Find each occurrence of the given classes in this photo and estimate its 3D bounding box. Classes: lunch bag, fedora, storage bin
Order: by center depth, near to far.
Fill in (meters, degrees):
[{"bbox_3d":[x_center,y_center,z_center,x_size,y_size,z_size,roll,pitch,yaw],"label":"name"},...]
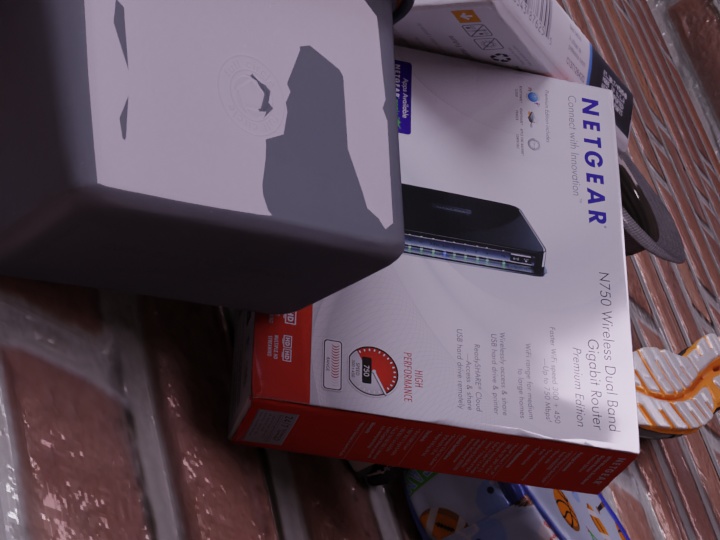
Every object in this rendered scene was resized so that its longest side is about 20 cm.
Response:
[{"bbox_3d":[-0.077,-0.061,0.651,0.199,0.145,0.136,11,64,-41],"label":"storage bin"},{"bbox_3d":[0.095,0.136,0.921,0.201,0.075,0.161,58,17,-16],"label":"lunch bag"},{"bbox_3d":[0.182,-0.065,1.404,0.200,0.090,0.178,46,22,-23],"label":"fedora"}]

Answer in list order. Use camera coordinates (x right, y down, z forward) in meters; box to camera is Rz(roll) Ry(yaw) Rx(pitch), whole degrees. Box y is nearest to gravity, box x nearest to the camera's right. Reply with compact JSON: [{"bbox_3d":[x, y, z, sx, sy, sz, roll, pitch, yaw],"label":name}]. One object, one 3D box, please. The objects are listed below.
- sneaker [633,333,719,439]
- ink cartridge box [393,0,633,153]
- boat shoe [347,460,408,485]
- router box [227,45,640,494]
[{"bbox_3d":[0.255,0.110,1.387,0.199,0.077,0.079,-6,63,-51],"label":"sneaker"},{"bbox_3d":[0.021,-0.111,0.879,0.197,0.198,0.048,31,66,-58],"label":"ink cartridge box"},{"bbox_3d":[0.000,0.000,0.828,0.201,0.092,0.075,60,19,-6],"label":"boat shoe"},{"bbox_3d":[0.034,-0.008,0.769,0.177,0.049,0.202,9,58,-14],"label":"router box"}]
